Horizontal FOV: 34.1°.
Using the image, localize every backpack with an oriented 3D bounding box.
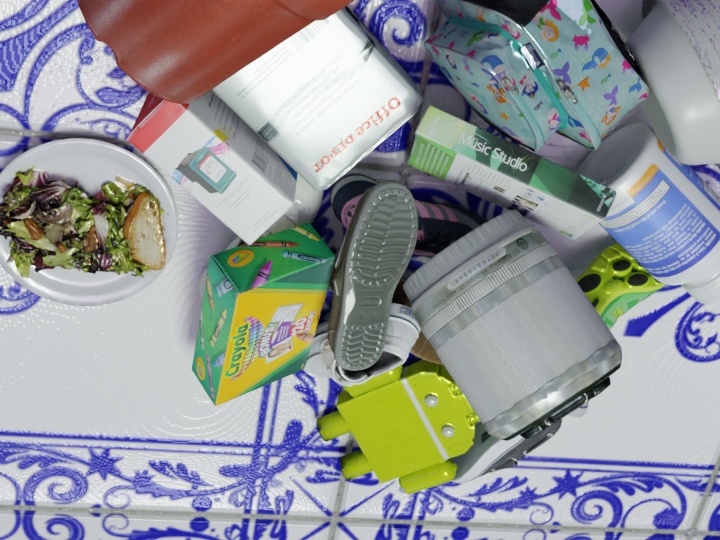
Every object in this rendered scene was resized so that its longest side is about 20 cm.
[{"bbox_3d":[0.172,-0.202,1.130,0.200,0.178,0.151,38,92,-29],"label":"backpack"}]

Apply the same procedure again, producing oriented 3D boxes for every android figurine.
[{"bbox_3d":[0.054,0.182,1.403,0.200,0.041,0.182,-21,110,16],"label":"android figurine"}]

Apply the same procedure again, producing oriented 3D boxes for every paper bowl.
[{"bbox_3d":[0.332,-0.186,1.156,0.104,0.201,0.201,-27,121,7],"label":"paper bowl"}]

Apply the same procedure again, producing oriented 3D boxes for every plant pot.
[{"bbox_3d":[-0.121,-0.254,0.990,0.195,0.201,0.201,-35,120,23],"label":"plant pot"}]

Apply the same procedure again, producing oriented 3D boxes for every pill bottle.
[{"bbox_3d":[0.333,-0.055,1.273,0.112,0.112,0.200,-43,110,16],"label":"pill bottle"}]

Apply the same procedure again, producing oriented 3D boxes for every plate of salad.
[{"bbox_3d":[-0.292,-0.043,1.234,0.200,0.048,0.200,-4,122,-6],"label":"plate of salad"}]

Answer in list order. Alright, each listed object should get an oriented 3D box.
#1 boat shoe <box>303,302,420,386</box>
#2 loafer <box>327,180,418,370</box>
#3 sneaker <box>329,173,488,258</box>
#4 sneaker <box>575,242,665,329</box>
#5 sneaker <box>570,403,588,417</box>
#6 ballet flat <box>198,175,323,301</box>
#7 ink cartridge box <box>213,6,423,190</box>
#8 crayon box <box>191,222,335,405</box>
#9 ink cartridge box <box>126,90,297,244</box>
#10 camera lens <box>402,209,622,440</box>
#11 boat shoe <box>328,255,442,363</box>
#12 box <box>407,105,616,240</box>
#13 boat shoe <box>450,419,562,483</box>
[{"bbox_3d":[-0.012,0.093,1.295,0.074,0.065,0.200,31,146,-20],"label":"boat shoe"},{"bbox_3d":[0.000,0.000,1.199,0.075,0.070,0.200,8,107,-30],"label":"loafer"},{"bbox_3d":[0.063,-0.040,1.269,0.200,0.082,0.070,15,114,-18],"label":"sneaker"},{"bbox_3d":[0.271,0.031,1.335,0.200,0.074,0.084,-29,158,-23],"label":"sneaker"},{"bbox_3d":[0.224,0.095,1.383,0.200,0.073,0.114,32,92,-37],"label":"sneaker"},{"bbox_3d":[-0.104,-0.026,1.262,0.069,0.069,0.200,33,110,-24],"label":"ballet flat"},{"bbox_3d":[-0.057,-0.199,1.157,0.147,0.083,0.200,-38,117,13],"label":"ink cartridge box"},{"bbox_3d":[-0.106,0.048,1.248,0.119,0.058,0.200,-21,148,-29],"label":"crayon box"},{"bbox_3d":[-0.155,-0.132,1.155,0.067,0.116,0.200,-41,110,19],"label":"ink cartridge box"},{"bbox_3d":[0.156,0.060,1.199,0.160,0.160,0.200,-35,82,12],"label":"camera lens"},{"bbox_3d":[0.038,0.038,1.333,0.200,0.063,0.073,38,83,-28],"label":"boat shoe"},{"bbox_3d":[0.147,-0.095,1.184,0.200,0.144,0.036,24,83,1],"label":"box"},{"bbox_3d":[0.172,0.208,1.410,0.066,0.070,0.200,20,139,-17],"label":"boat shoe"}]
